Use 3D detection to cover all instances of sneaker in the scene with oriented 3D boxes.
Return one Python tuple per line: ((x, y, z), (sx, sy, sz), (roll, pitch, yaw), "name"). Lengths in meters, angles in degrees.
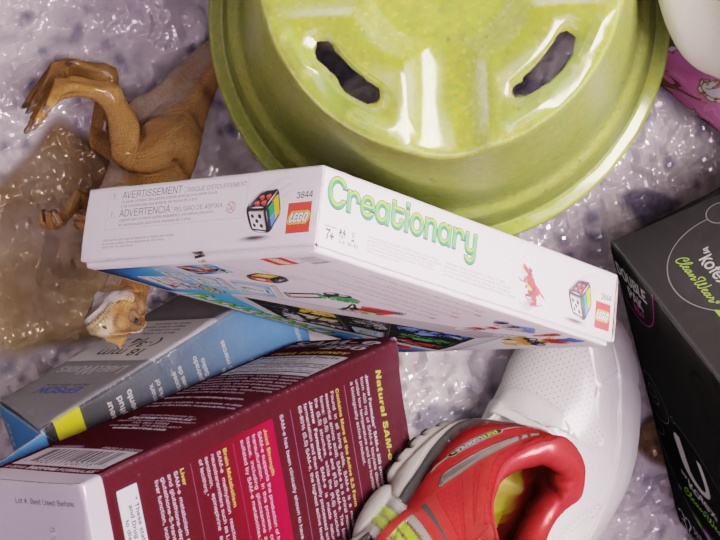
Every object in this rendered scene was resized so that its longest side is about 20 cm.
((0.060, 0.110, 0.979), (0.115, 0.073, 0.201), (2, 105, -54), "sneaker")
((0.031, 0.130, 0.852), (0.200, 0.085, 0.077), (-57, 130, -38), "sneaker")

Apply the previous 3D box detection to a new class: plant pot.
((0.030, -0.108, 0.830), (0.199, 0.184, 0.202), (0, 91, 2), "plant pot")

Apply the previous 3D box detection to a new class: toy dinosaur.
((-0.090, -0.061, 0.941), (0.106, 0.060, 0.201), (31, 70, -17), "toy dinosaur")

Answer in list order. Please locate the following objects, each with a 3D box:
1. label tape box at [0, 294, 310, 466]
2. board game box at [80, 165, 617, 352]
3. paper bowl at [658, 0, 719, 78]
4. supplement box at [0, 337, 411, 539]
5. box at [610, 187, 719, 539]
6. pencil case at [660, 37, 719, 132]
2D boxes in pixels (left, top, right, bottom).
((-0.092, 0.106, 0.917), (0.200, 0.063, 0.145), (-32, 112, -45), "label tape box")
((0.000, 0.000, 0.882), (0.200, 0.126, 0.035), (18, 74, -49), "board game box")
((0.174, -0.152, 0.847), (0.104, 0.201, 0.202), (-3, 106, 21), "paper bowl")
((-0.055, 0.104, 0.859), (0.200, 0.061, 0.110), (-21, 105, -51), "supplement box")
((0.212, 0.070, 0.959), (0.124, 0.149, 0.201), (-26, 132, -7), "box")
((0.187, -0.103, 0.982), (0.199, 0.083, 0.087), (33, 81, -17), "pencil case")
